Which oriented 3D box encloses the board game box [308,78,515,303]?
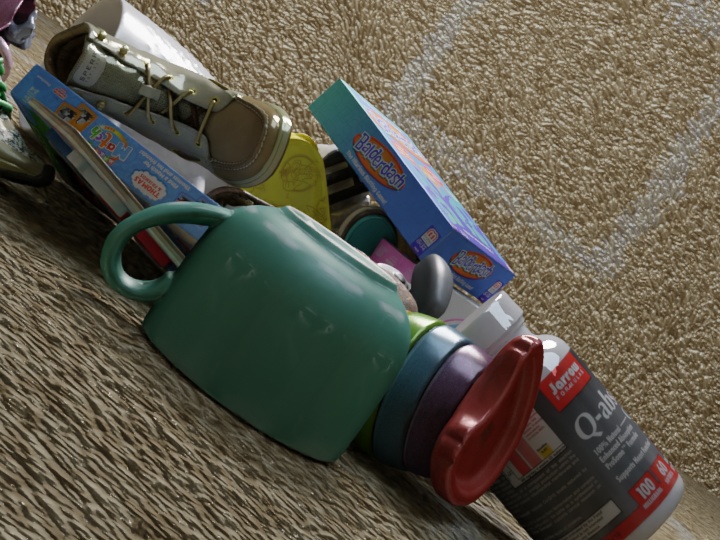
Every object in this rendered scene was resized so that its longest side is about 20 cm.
[{"bbox_3d":[0.048,-0.073,1.529,0.200,0.045,0.152,54,11,28],"label":"board game box"}]

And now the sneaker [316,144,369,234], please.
[{"bbox_3d":[-0.022,-0.033,1.659,0.075,0.201,0.081,-15,19,-26],"label":"sneaker"}]

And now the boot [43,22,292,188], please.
[{"bbox_3d":[-0.155,-0.133,1.298,0.154,0.072,0.200,26,0,-36],"label":"boot"}]

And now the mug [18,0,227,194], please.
[{"bbox_3d":[-0.192,-0.123,1.475,0.175,0.148,0.200,37,21,-29],"label":"mug"}]

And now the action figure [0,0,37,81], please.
[{"bbox_3d":[-0.423,-0.261,1.632,0.199,0.134,0.150,23,49,-11],"label":"action figure"}]

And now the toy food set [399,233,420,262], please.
[{"bbox_3d":[0.058,0.029,1.660,0.048,0.200,0.200,-6,-2,-3],"label":"toy food set"}]

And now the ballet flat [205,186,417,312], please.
[{"bbox_3d":[-0.047,-0.006,1.289,0.199,0.068,0.067,27,-14,16],"label":"ballet flat"}]

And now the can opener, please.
[{"bbox_3d":[0.042,0.061,1.304,0.053,0.066,0.201,32,35,-30],"label":"can opener"}]

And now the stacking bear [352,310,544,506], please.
[{"bbox_3d":[0.013,0.070,1.147,0.199,0.122,0.114,28,-26,23],"label":"stacking bear"}]

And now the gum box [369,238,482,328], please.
[{"bbox_3d":[0.072,0.075,1.512,0.199,0.114,0.066,34,4,-23],"label":"gum box"}]

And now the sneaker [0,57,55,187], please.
[{"bbox_3d":[-0.279,-0.135,1.157,0.200,0.089,0.077,40,6,19],"label":"sneaker"}]

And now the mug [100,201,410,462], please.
[{"bbox_3d":[-0.053,0.023,1.026,0.185,0.115,0.152,33,5,-43],"label":"mug"}]

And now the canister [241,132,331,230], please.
[{"bbox_3d":[-0.098,-0.073,1.626,0.086,0.150,0.200,-10,16,-16],"label":"canister"}]

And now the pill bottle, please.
[{"bbox_3d":[0.136,0.121,1.225,0.200,0.116,0.116,49,4,1],"label":"pill bottle"}]

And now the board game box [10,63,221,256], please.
[{"bbox_3d":[-0.171,-0.059,1.274,0.200,0.037,0.151,36,-15,19],"label":"board game box"}]

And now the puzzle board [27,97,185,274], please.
[{"bbox_3d":[-0.158,-0.032,1.161,0.200,0.017,0.151,52,-8,-24],"label":"puzzle board"}]

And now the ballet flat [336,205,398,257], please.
[{"bbox_3d":[0.000,0.000,1.565,0.069,0.069,0.201,38,-34,33],"label":"ballet flat"}]
